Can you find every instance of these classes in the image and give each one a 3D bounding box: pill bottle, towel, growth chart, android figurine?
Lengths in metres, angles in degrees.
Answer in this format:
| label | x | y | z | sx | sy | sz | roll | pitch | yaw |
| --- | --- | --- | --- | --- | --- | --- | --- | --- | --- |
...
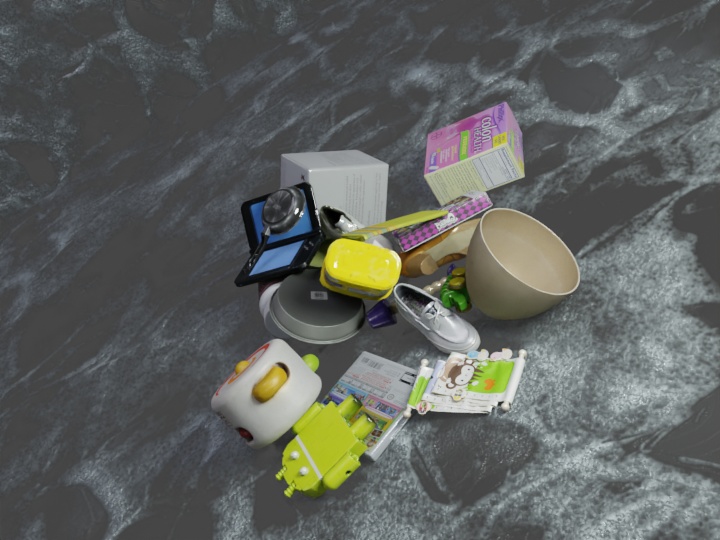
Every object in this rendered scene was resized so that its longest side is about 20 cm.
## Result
| label | x | y | z | sx | sy | sz | roll | pitch | yaw |
| --- | --- | --- | --- | --- | --- | --- | --- | --- | --- |
| pill bottle | -0.164 | 0.051 | 1.929 | 0.114 | 0.114 | 0.200 | -28 | 32 | 10 |
| towel | 0.067 | -0.084 | 1.700 | 0.200 | 0.018 | 0.086 | -18 | 13 | -29 |
| growth chart | 0.178 | 0.188 | 1.503 | 0.200 | 0.018 | 0.145 | -7 | 42 | 24 |
| android figurine | -0.065 | 0.307 | 1.536 | 0.200 | 0.041 | 0.182 | -43 | 36 | 3 |

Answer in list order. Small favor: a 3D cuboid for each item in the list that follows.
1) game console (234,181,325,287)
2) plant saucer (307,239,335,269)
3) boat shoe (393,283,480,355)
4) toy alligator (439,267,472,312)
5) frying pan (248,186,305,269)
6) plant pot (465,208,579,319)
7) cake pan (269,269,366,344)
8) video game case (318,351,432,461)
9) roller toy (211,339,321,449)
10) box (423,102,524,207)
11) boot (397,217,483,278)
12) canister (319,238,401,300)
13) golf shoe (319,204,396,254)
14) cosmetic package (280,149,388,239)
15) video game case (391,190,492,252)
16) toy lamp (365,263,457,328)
| label | x | y | z | sx | sy | sz | roll | pitch | yaw |
| --- | --- | --- | --- | --- | --- | --- | --- | --- | --- |
| game console | -0.188 | -0.075 | 1.893 | 0.200 | 0.116 | 0.176 | -15 | 31 | 32 |
| plant saucer | -0.057 | -0.038 | 1.961 | 0.200 | 0.031 | 0.200 | -1 | 27 | 0 |
| boat shoe | 0.134 | 0.083 | 1.621 | 0.072 | 0.069 | 0.200 | -42 | 49 | -7 |
| toy alligator | 0.179 | 0.025 | 1.642 | 0.054 | 0.059 | 0.200 | -10 | 24 | 17 |
| frying pan | -0.194 | -0.105 | 1.885 | 0.190 | 0.031 | 0.115 | -42 | 50 | 10 |
| plant pot | 0.261 | 0.009 | 1.552 | 0.135 | 0.200 | 0.200 | -57 | 16 | 37 |
| cake pan | -0.084 | 0.066 | 1.802 | 0.200 | 0.037 | 0.200 | 6 | 40 | -5 |
| video game case | 0.015 | 0.239 | 1.599 | 0.182 | 0.022 | 0.200 | -48 | 35 | -21 |
| roller toy | -0.178 | 0.223 | 1.634 | 0.182 | 0.140 | 0.200 | -41 | 8 | 20 |
| box | 0.252 | -0.257 | 1.973 | 0.200 | 0.097 | 0.176 | -19 | 35 | 23 |
| boot | 0.159 | -0.049 | 1.813 | 0.201 | 0.071 | 0.144 | -32 | 15 | -20 |
| canister | 0.000 | 0.000 | 1.708 | 0.200 | 0.148 | 0.087 | 117 | 167 | -83 |
| golf shoe | -0.014 | -0.071 | 1.855 | 0.200 | 0.097 | 0.078 | 35 | 88 | 34 |
| cosmetic package | -0.063 | -0.174 | 2.013 | 0.200 | 0.165 | 0.165 | -6 | 21 | -26 |
| video game case | 0.163 | -0.104 | 1.829 | 0.200 | 0.036 | 0.181 | -28 | 6 | 2 |
| toy lamp | 0.104 | 0.054 | 1.731 | 0.200 | 0.058 | 0.058 | -30 | 32 | 9 |
